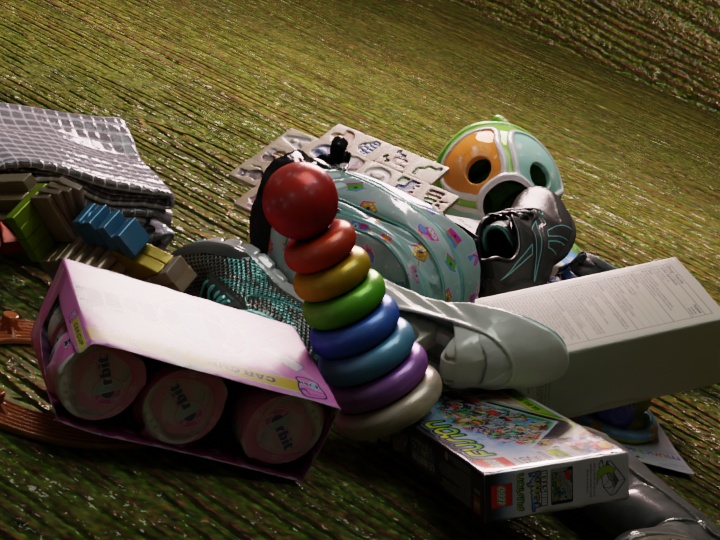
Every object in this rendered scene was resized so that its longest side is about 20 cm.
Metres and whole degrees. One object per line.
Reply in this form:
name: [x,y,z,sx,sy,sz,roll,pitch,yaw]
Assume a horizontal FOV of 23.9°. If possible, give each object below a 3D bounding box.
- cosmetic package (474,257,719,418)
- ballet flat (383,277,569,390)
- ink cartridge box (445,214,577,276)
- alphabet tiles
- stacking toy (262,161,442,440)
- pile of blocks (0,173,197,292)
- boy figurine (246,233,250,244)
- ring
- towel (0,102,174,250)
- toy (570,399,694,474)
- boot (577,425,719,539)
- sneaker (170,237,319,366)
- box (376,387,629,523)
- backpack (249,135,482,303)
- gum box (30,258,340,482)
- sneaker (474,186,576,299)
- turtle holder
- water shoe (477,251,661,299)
cosmetic package: [0.197,0.060,1.436,0.198,0.074,0.104,-10,34,-15]
ballet flat: [0.058,0.055,1.290,0.198,0.070,0.069,18,16,22]
ink cartridge box: [0.123,-0.003,1.708,0.198,0.067,0.116,8,19,-28]
alphabet tiles: [-0.016,-0.078,1.593,0.199,0.006,0.166,24,44,27]
stacking toy: [-0.016,0.017,1.211,0.085,0.202,0.086,-23,18,8]
pile of blocks: [-0.232,-0.019,1.379,0.198,0.083,0.062,21,51,21]
boy figurine: [-0.023,-0.043,1.638,0.199,0.125,0.064,-24,0,-39]
ring: [-0.214,0.073,1.207,0.198,0.019,0.201,17,17,-5]
towel: [-0.276,-0.086,1.539,0.198,0.086,0.165,7,20,-33]
toy: [0.213,0.105,1.489,0.114,0.048,0.200,11,17,-15]
boot: [0.183,0.171,1.208,0.181,0.073,0.200,21,17,-40]
sneaker: [-0.095,0.033,1.367,0.199,0.078,0.091,26,22,31]
box: [0.096,0.126,1.210,0.109,0.035,0.200,-6,12,-20]
backpack: [0.000,0.000,1.424,0.199,0.169,0.126,23,33,30]
gum box: [-0.126,0.068,1.167,0.198,0.067,0.114,17,20,-27]
sneaker: [0.148,-0.028,1.564,0.075,0.080,0.201,-13,31,24]
turtle holder: [0.160,-0.069,1.880,0.139,0.187,0.132,-17,20,-1]
water shoe: [0.199,0.025,1.597,0.198,0.080,0.072,4,-23,17]
